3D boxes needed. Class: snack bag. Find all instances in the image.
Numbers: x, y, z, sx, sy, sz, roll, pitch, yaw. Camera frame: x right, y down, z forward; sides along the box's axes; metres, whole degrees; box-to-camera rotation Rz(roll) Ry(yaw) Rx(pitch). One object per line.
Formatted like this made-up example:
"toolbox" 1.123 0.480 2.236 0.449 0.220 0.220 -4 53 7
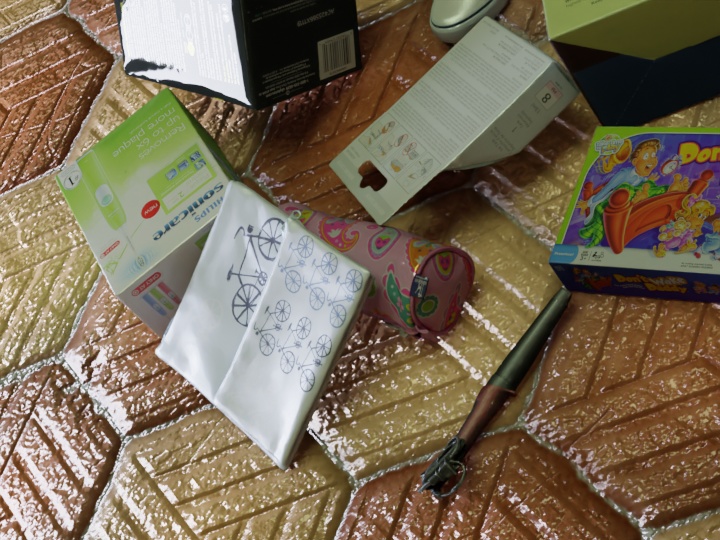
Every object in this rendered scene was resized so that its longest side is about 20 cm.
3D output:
"snack bag" -0.088 0.038 1.352 0.200 0.021 0.189 37 110 38

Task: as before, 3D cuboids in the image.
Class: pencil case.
"pencil case" 0.000 0.000 1.350 0.200 0.087 0.088 17 68 39

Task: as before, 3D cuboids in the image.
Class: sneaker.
"sneaker" 0.117 -0.309 1.513 0.073 0.071 0.200 15 66 39

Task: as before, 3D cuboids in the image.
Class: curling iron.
"curling iron" 0.110 0.097 1.242 0.200 0.026 0.050 -52 9 -16

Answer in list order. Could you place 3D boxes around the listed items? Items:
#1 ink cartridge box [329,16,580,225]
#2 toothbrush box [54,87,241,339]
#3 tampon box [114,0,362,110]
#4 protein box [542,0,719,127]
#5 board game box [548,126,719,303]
"ink cartridge box" 0.079 -0.123 1.392 0.200 0.057 0.163 -47 28 5
"toothbrush box" -0.185 -0.057 1.512 0.145 0.086 0.200 -38 47 3
"tampon box" -0.122 -0.251 1.549 0.150 0.127 0.200 -26 33 -37
"protein box" 0.260 -0.258 1.337 0.198 0.135 0.201 -20 49 20
"board game box" 0.261 -0.045 1.240 0.199 0.045 0.135 4 60 35
